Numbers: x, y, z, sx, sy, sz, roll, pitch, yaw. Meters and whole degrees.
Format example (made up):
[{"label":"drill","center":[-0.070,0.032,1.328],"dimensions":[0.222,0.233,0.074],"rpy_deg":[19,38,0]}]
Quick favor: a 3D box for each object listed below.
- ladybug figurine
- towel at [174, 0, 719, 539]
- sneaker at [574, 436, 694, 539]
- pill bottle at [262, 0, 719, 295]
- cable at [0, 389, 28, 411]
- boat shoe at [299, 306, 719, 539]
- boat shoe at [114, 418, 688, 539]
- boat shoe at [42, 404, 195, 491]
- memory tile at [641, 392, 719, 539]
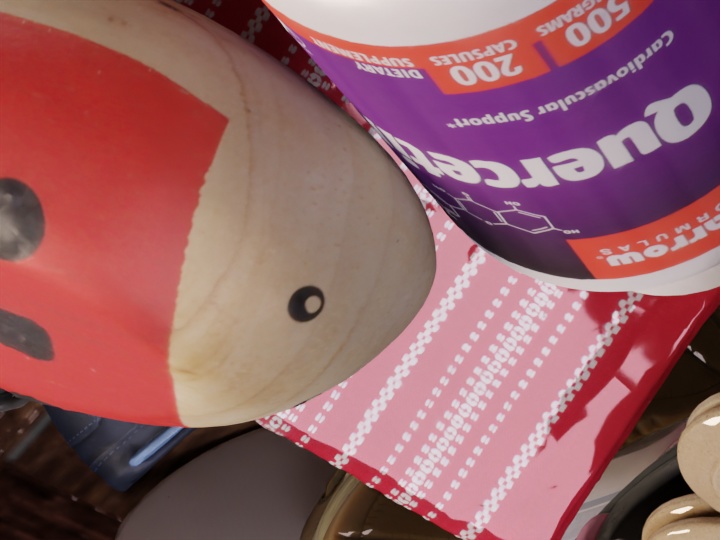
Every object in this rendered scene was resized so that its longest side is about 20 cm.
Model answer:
[{"label":"ladybug figurine","center":[-0.081,-0.018,0.691],"dimensions":[0.200,0.072,0.136],"rpy_deg":[19,149,17]},{"label":"towel","center":[0.007,-0.020,0.783],"dimensions":[0.200,0.022,0.145],"rpy_deg":[31,100,-13]},{"label":"sneaker","center":[0.130,0.067,0.871],"dimensions":[0.070,0.200,0.082],"rpy_deg":[41,145,13]},{"label":"pill bottle","center":[0.048,-0.066,0.663],"dimensions":[0.112,0.113,0.200],"rpy_deg":[-23,150,13]},{"label":"cable","center":[-0.155,-0.021,0.803],"dimensions":[0.097,0.050,0.200],"rpy_deg":[-11,130,8]},{"label":"boat shoe","center":[0.059,0.031,0.879],"dimensions":[0.200,0.065,0.072],"rpy_deg":[-44,104,-10]},{"label":"boat shoe","center":[0.020,0.082,0.948],"dimensions":[0.199,0.072,0.069],"rpy_deg":[-20,131,0]},{"label":"boat shoe","center":[0.000,0.000,0.841],"dimensions":[0.200,0.084,0.069],"rpy_deg":[-27,87,3]},{"label":"memory tile","center":[0.148,0.077,0.724],"dimensions":[0.153,0.017,0.200],"rpy_deg":[16,142,3]}]
